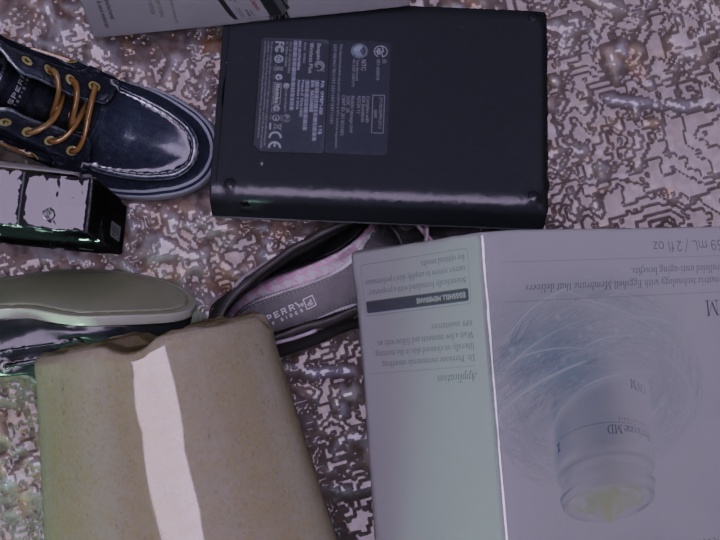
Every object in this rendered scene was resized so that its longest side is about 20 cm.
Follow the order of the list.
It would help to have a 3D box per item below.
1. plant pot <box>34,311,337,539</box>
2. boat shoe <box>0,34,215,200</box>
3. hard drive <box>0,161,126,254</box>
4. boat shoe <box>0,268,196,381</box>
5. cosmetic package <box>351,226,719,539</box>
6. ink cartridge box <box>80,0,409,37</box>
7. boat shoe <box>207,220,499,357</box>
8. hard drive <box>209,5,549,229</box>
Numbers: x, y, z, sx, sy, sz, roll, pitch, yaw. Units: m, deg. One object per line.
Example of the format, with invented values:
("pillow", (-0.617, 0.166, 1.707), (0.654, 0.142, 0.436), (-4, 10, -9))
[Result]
("plant pot", (-0.098, 0.124, 0.985), (0.198, 0.200, 0.186), (-10, 91, 0))
("boat shoe", (-0.182, -0.094, 1.064), (0.198, 0.091, 0.072), (16, 86, 1))
("hard drive", (-0.243, -0.041, 1.037), (0.198, 0.140, 0.038), (5, 85, 2))
("boat shoe", (-0.198, 0.043, 1.068), (0.197, 0.075, 0.067), (-4, 112, -14))
("cosmetic package", (0.113, 0.082, 0.990), (0.198, 0.122, 0.202), (-2, 87, -36))
("ink cartridge box", (-0.072, -0.230, 1.062), (0.198, 0.084, 0.146), (-6, 71, 0))
("boat shoe", (0.000, 0.000, 1.072), (0.199, 0.057, 0.067), (-27, 86, -1))
("hard drive", (0.014, -0.095, 1.069), (0.198, 0.033, 0.141), (2, 64, 1))
